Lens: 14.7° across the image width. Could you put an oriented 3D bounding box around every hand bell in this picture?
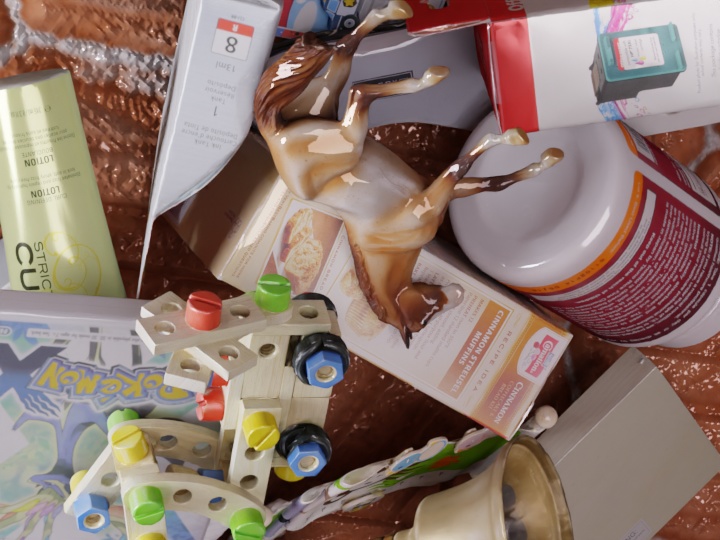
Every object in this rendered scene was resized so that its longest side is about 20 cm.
[{"bbox_3d":[0.014,0.163,1.613,0.199,0.104,0.104,-12,113,25],"label":"hand bell"}]

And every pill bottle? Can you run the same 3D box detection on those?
[{"bbox_3d":[0.144,-0.021,1.601,0.113,0.113,0.200,-57,143,3],"label":"pill bottle"}]

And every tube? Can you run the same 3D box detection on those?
[{"bbox_3d":[-0.160,-0.006,1.494,0.052,0.058,0.201,-25,109,-51],"label":"tube"}]

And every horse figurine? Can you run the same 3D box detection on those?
[{"bbox_3d":[0.010,-0.058,1.432,0.132,0.050,0.200,-35,128,22],"label":"horse figurine"}]

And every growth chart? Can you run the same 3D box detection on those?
[{"bbox_3d":[0.012,0.126,1.629,0.199,0.145,0.018,-18,77,-14],"label":"growth chart"}]

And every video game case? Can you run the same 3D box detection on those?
[{"bbox_3d":[-0.162,0.086,1.488,0.199,0.022,0.183,4,131,-20],"label":"video game case"}]

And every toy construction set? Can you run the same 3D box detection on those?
[{"bbox_3d":[-0.076,0.068,1.426,0.130,0.092,0.200,0,142,-15],"label":"toy construction set"}]

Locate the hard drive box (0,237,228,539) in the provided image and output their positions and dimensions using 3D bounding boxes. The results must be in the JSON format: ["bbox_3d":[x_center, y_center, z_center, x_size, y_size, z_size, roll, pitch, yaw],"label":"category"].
[{"bbox_3d":[-0.178,0.093,1.581,0.156,0.077,0.200,-37,112,-6],"label":"hard drive box"}]

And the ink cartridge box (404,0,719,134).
[{"bbox_3d":[0.124,-0.127,1.496,0.199,0.116,0.068,-8,110,0],"label":"ink cartridge box"}]

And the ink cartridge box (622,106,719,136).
[{"bbox_3d":[0.162,-0.182,1.594,0.117,0.067,0.201,-9,113,26],"label":"ink cartridge box"}]

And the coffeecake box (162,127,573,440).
[{"bbox_3d":[0.000,0.000,1.571,0.200,0.154,0.073,30,95,-22],"label":"coffeecake box"}]

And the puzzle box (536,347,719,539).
[{"bbox_3d":[0.124,0.150,1.692,0.200,0.025,0.133,-44,140,-3],"label":"puzzle box"}]

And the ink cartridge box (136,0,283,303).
[{"bbox_3d":[-0.080,-0.086,1.493,0.050,0.162,0.201,9,116,-5],"label":"ink cartridge box"}]

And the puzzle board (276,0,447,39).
[{"bbox_3d":[0.009,-0.206,1.548,0.150,0.017,0.200,9,127,-20],"label":"puzzle board"}]

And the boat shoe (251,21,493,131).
[{"bbox_3d":[0.027,-0.115,1.583,0.199,0.057,0.069,-6,114,-11],"label":"boat shoe"}]
